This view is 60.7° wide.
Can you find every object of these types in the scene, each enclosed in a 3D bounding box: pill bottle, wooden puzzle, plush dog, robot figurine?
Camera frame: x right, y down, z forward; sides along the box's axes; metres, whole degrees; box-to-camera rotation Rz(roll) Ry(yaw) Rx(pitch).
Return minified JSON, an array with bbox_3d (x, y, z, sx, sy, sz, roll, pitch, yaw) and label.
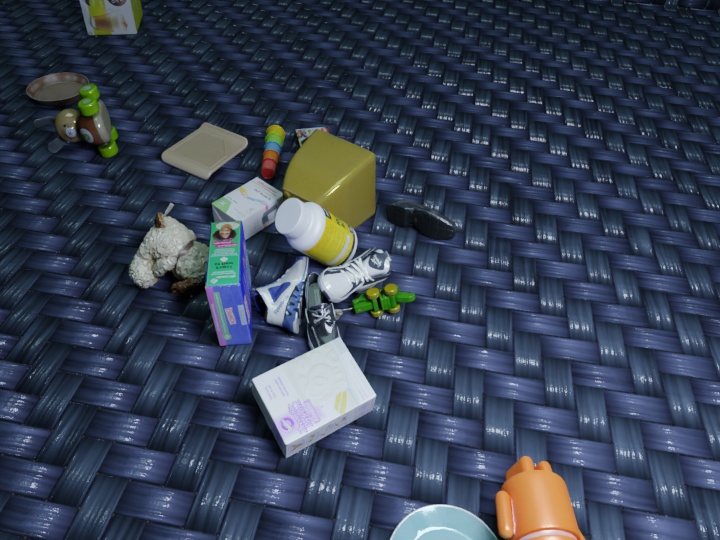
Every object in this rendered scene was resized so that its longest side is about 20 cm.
[{"bbox_3d":[-0.102,-0.087,1.404,0.109,0.198,0.115,-14,64,32],"label":"pill bottle"},{"bbox_3d":[-0.455,-0.349,1.807,0.181,0.038,0.201,23,51,20],"label":"wooden puzzle"},{"bbox_3d":[-0.407,-0.038,1.407,0.169,0.161,0.202,33,46,-5],"label":"plush dog"},{"bbox_3d":[0.286,0.402,0.971,0.114,0.145,0.203,-21,39,18],"label":"robot figurine"}]

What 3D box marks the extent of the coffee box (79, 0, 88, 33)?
[{"bbox_3d":[-0.985,-1.073,2.430,0.191,0.204,0.203,-4,42,-7],"label":"coffee box"}]

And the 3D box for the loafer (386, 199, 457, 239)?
[{"bbox_3d":[0.165,-0.141,1.586,0.196,0.074,0.072,25,42,21],"label":"loafer"}]

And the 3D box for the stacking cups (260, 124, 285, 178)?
[{"bbox_3d":[-0.260,-0.347,1.789,0.058,0.062,0.203,3,42,0],"label":"stacking cups"}]

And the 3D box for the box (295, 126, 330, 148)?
[{"bbox_3d":[-0.127,-0.358,1.828,0.106,0.035,0.203,-8,44,-12],"label":"box"}]

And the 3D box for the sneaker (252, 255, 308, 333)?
[{"bbox_3d":[-0.177,0.044,1.358,0.111,0.082,0.203,7,44,1],"label":"sneaker"}]

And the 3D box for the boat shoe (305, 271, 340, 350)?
[{"bbox_3d":[-0.083,0.096,1.297,0.069,0.069,0.205,-8,56,-3],"label":"boat shoe"}]

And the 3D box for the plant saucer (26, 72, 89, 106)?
[{"bbox_3d":[-1.001,-0.598,2.043,0.193,0.035,0.204,2,43,-2],"label":"plant saucer"}]

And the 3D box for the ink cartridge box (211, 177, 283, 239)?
[{"bbox_3d":[-0.273,-0.170,1.593,0.116,0.069,0.199,30,49,27],"label":"ink cartridge box"}]

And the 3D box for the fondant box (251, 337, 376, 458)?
[{"bbox_3d":[-0.088,0.234,1.159,0.196,0.059,0.145,-23,59,-24],"label":"fondant box"}]

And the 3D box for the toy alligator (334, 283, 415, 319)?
[{"bbox_3d":[0.024,0.066,1.363,0.193,0.061,0.055,-12,32,3],"label":"toy alligator"}]

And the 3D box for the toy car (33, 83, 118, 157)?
[{"bbox_3d":[-0.822,-0.410,1.765,0.194,0.167,0.160,-17,44,-7],"label":"toy car"}]

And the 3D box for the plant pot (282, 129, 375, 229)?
[{"bbox_3d":[-0.093,-0.196,1.549,0.192,0.198,0.200,27,52,24],"label":"plant pot"}]

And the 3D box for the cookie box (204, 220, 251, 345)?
[{"bbox_3d":[-0.276,0.025,1.308,0.073,0.175,0.203,-6,42,-5],"label":"cookie box"}]

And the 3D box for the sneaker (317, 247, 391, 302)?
[{"bbox_3d":[0.000,0.000,1.327,0.197,0.129,0.081,0,56,-55],"label":"sneaker"}]

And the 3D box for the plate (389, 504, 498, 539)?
[{"bbox_3d":[0.134,0.468,0.960,0.193,0.026,0.203,1,42,-1],"label":"plate"}]
